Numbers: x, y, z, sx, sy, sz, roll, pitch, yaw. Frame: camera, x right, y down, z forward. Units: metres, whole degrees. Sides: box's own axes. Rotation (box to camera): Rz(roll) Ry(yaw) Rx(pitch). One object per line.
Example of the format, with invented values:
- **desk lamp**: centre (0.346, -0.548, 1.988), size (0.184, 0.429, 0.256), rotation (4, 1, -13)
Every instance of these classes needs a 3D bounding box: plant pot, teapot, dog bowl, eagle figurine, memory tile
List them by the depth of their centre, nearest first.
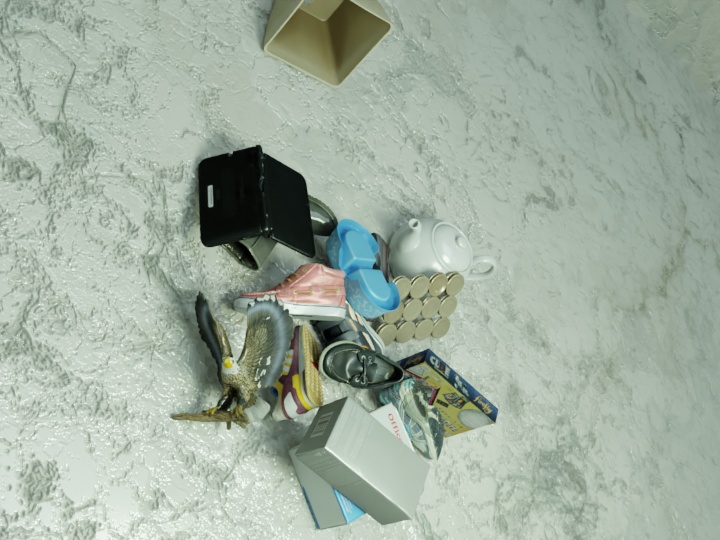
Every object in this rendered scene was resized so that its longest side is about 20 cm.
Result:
- **eagle figurine**: centre (-0.193, 0.140, 1.259), size (0.151, 0.151, 0.201), rotation (16, 65, -25)
- **dog bowl**: centre (0.000, 0.000, 1.502), size (0.111, 0.050, 0.200), rotation (5, 54, -51)
- **memory tile**: centre (0.119, 0.074, 1.608), size (0.200, 0.154, 0.017), rotation (-3, 27, -39)
- **teapot**: centre (0.169, -0.031, 1.697), size (0.200, 0.146, 0.198), rotation (-33, 93, -48)
- **plant pot**: centre (-0.079, -0.547, 1.711), size (0.199, 0.200, 0.177), rotation (20, 44, -35)

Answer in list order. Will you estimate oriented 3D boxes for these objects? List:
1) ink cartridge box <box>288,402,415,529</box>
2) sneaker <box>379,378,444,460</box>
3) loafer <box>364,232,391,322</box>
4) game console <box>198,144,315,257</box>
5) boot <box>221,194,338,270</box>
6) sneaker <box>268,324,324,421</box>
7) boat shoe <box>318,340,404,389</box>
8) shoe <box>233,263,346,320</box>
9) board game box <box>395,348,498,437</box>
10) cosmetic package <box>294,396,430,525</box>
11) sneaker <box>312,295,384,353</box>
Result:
- **ink cartridge box**: centre (-0.005, 0.333, 1.387), size (0.200, 0.084, 0.145), rotation (-16, 79, -45)
- **sneaker**: centre (0.098, 0.281, 1.524), size (0.200, 0.086, 0.078), rotation (65, 29, -30)
- **loafer**: centre (0.035, 0.017, 1.603), size (0.063, 0.072, 0.200), rotation (31, 48, -34)
- **game console**: centre (-0.185, -0.109, 1.425), size (0.117, 0.175, 0.200), rotation (71, 7, -53)
- **boot**: centre (-0.146, -0.072, 1.474), size (0.182, 0.073, 0.200), rotation (34, 41, -8)
- **sneaker**: centre (-0.118, 0.170, 1.378), size (0.075, 0.090, 0.200), rotation (57, 13, -29)
- **boat shoe**: centre (0.009, 0.172, 1.414), size (0.199, 0.066, 0.075), rotation (27, 79, -51)
- **shoe**: centre (-0.120, 0.035, 1.406), size (0.199, 0.071, 0.091), rotation (5, 76, -18)
- **board game box**: centre (0.147, 0.238, 1.544), size (0.200, 0.135, 0.035), rotation (42, 46, -20)
- **cosmetic package**: centre (0.008, 0.307, 1.292), size (0.200, 0.090, 0.107), rotation (46, 46, -18)
- **sneaker**: centre (-0.033, 0.110, 1.480), size (0.200, 0.078, 0.079), rotation (46, 39, -18)
